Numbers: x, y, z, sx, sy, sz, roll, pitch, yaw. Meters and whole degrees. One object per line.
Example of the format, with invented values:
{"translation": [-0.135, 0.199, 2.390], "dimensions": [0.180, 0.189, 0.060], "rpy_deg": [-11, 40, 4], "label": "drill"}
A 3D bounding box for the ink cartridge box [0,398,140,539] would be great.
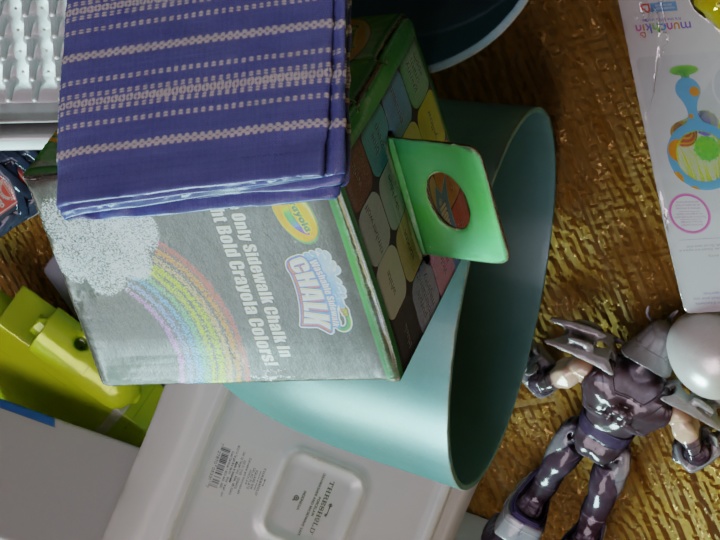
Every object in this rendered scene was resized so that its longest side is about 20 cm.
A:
{"translation": [-0.176, 0.167, 1.575], "dimensions": [0.145, 0.085, 0.200], "rpy_deg": [17, 155, 20], "label": "ink cartridge box"}

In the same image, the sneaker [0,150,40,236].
{"translation": [-0.191, -0.058, 1.492], "dimensions": [0.199, 0.085, 0.075], "rpy_deg": [-21, 112, 32], "label": "sneaker"}

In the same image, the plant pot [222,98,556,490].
{"translation": [0.000, 0.000, 1.361], "dimensions": [0.160, 0.201, 0.202], "rpy_deg": [11, 125, 15], "label": "plant pot"}

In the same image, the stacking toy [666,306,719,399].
{"translation": [0.251, 0.076, 1.371], "dimensions": [0.199, 0.146, 0.147], "rpy_deg": [31, 129, 14], "label": "stacking toy"}

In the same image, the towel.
{"translation": [-0.064, -0.122, 1.120], "dimensions": [0.144, 0.202, 0.024], "rpy_deg": [-6, 163, 27], "label": "towel"}

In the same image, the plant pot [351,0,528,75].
{"translation": [0.021, -0.223, 1.230], "dimensions": [0.198, 0.188, 0.201], "rpy_deg": [11, 125, 16], "label": "plant pot"}

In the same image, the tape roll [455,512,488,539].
{"translation": [0.038, 0.242, 1.600], "dimensions": [0.201, 0.071, 0.204], "rpy_deg": [11, 125, 16], "label": "tape roll"}

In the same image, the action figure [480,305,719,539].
{"translation": [0.132, 0.097, 1.470], "dimensions": [0.130, 0.069, 0.201], "rpy_deg": [32, 121, 10], "label": "action figure"}

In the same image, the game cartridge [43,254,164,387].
{"translation": [-0.083, -0.004, 1.513], "dimensions": [0.199, 0.042, 0.134], "rpy_deg": [-23, 106, 33], "label": "game cartridge"}

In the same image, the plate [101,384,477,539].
{"translation": [-0.031, 0.130, 1.469], "dimensions": [0.199, 0.032, 0.201], "rpy_deg": [23, 88, -17], "label": "plate"}

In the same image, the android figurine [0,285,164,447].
{"translation": [-0.177, 0.078, 1.574], "dimensions": [0.200, 0.041, 0.182], "rpy_deg": [39, 151, -6], "label": "android figurine"}

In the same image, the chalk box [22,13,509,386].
{"translation": [-0.027, -0.032, 1.183], "dimensions": [0.198, 0.124, 0.125], "rpy_deg": [-2, 124, 24], "label": "chalk box"}

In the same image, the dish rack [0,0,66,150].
{"translation": [-0.212, -0.141, 1.394], "dimensions": [0.198, 0.044, 0.173], "rpy_deg": [0, 132, 0], "label": "dish rack"}

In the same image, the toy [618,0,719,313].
{"translation": [0.206, -0.078, 1.335], "dimensions": [0.114, 0.047, 0.201], "rpy_deg": [-2, 119, 28], "label": "toy"}
